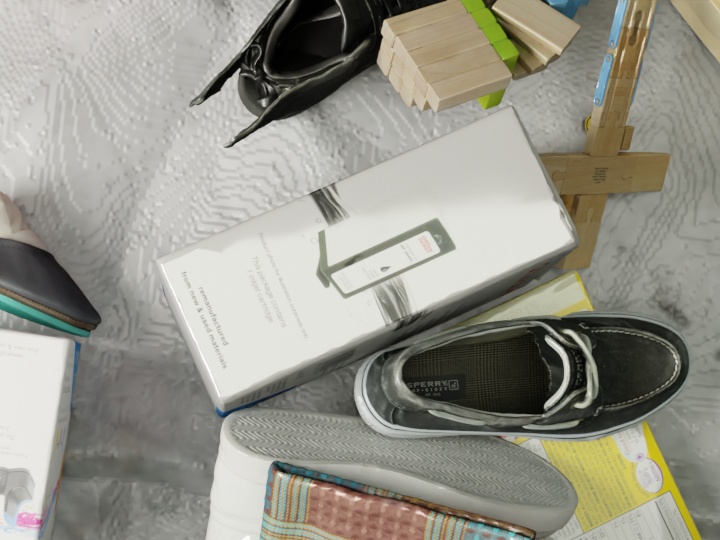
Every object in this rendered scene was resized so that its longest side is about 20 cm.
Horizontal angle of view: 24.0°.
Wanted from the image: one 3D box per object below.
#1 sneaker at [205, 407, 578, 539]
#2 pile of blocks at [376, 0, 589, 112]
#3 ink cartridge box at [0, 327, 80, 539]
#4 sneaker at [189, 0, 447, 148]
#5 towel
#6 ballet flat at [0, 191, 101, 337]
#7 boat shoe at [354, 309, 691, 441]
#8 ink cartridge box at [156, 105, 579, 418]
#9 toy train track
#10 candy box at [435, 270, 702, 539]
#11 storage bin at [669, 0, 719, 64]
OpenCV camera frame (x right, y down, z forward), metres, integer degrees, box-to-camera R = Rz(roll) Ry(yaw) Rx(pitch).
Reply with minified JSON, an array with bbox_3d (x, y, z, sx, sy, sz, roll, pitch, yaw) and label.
[{"bbox_3d":[0.011,0.145,0.935,0.200,0.074,0.116,10,116,-10],"label":"sneaker"},{"bbox_3d":[0.086,-0.143,0.949,0.082,0.062,0.200,36,60,12],"label":"pile of blocks"},{"bbox_3d":[-0.196,0.131,0.892,0.068,0.115,0.200,9,86,-5],"label":"ink cartridge box"},{"bbox_3d":[-0.009,-0.136,0.936,0.200,0.104,0.060,-39,91,-7],"label":"sneaker"},{"bbox_3d":[0.009,0.205,0.884,0.147,0.022,0.200,13,114,14],"label":"towel"},{"bbox_3d":[-0.232,-0.021,0.923,0.200,0.073,0.073,16,85,-3],"label":"ballet flat"},{"bbox_3d":[0.098,0.060,0.915,0.200,0.071,0.072,-8,84,-20],"label":"boat shoe"},{"bbox_3d":[0.000,0.000,0.907,0.200,0.146,0.084,-24,84,-8],"label":"ink cartridge box"},{"bbox_3d":[0.135,-0.099,0.960,0.115,0.033,0.200,-4,114,-39],"label":"toy train track"},{"bbox_3d":[0.119,0.111,0.973,0.102,0.026,0.200,-24,89,-3],"label":"candy box"},{"bbox_3d":[0.289,-0.195,0.980,0.200,0.094,0.199,-39,92,-7],"label":"storage bin"}]
